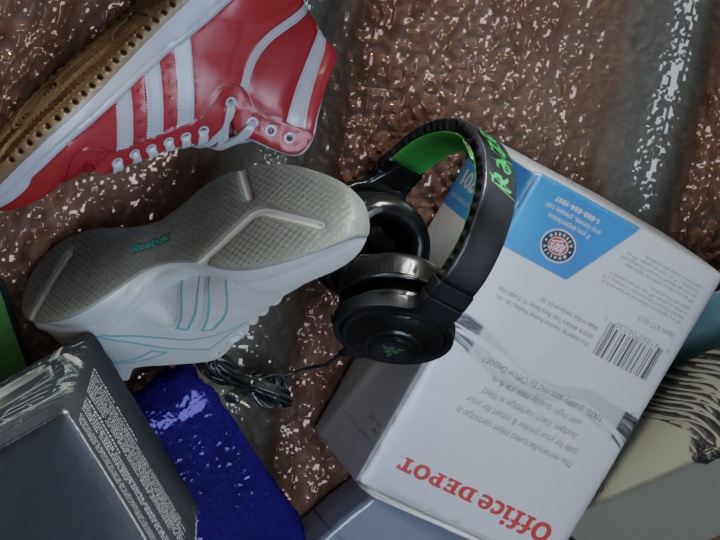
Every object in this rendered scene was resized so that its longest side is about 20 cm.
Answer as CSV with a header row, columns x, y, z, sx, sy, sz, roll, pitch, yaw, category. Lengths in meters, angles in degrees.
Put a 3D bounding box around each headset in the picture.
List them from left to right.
x,y,z,sx,sy,sz,roll,pitch,yaw,category
0.000,0.000,1.265,0.094,0.124,0.200,26,115,-30,headset

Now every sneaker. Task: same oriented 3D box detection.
x,y,z,sx,sy,sz,roll,pitch,yaw,category
-0.099,-0.076,1.218,0.200,0.071,0.113,-43,116,-5,sneaker
-0.077,0.003,1.229,0.199,0.071,0.080,-16,136,26,sneaker

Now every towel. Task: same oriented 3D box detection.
x,y,z,sx,sy,sz,roll,pitch,yaw,category
-0.142,0.153,1.297,0.199,0.050,0.148,-35,122,-6,towel

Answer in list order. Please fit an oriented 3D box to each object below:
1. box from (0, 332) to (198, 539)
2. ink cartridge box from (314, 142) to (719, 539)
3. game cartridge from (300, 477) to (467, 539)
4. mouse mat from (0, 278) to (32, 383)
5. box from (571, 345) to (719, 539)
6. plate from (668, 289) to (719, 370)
x,y,z,sx,sy,sz,roll,pitch,yaw,category
-0.190,0.144,1.136,0.199,0.197,0.125,-30,98,1,box
0.089,0.048,1.336,0.146,0.086,0.201,26,99,-28,ink cartridge box
-0.016,0.221,1.388,0.133,0.042,0.201,34,94,-34,game cartridge
-0.240,0.112,1.267,0.160,0.008,0.201,-22,115,-14,mouse mat
0.206,0.098,1.345,0.068,0.083,0.199,35,135,-28,box
0.268,0.073,1.388,0.198,0.026,0.201,4,140,4,plate
